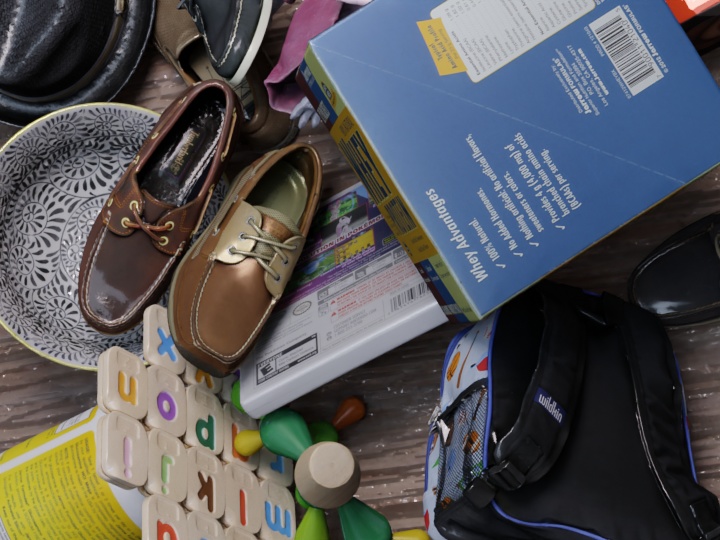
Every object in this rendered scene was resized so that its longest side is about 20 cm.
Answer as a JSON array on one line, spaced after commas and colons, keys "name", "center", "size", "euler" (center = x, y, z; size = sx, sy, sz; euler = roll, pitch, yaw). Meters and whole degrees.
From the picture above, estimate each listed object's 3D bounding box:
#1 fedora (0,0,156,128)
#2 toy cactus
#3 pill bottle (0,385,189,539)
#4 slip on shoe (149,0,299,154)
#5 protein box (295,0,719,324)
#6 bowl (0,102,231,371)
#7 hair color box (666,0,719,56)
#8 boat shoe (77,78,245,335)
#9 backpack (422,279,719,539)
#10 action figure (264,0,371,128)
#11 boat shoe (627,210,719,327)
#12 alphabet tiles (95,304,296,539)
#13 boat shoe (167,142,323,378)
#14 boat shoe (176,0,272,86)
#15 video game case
[{"name": "fedora", "center": [-0.250, -0.206, 1.432], "size": [0.200, 0.092, 0.201], "euler": [0, 95, 4]}, {"name": "toy cactus", "center": [-0.016, 0.147, 1.337], "size": [0.102, 0.165, 0.200], "euler": [-27, 80, -10]}, {"name": "pill bottle", "center": [-0.198, 0.164, 1.425], "size": [0.200, 0.112, 0.113], "euler": [-26, 75, 17]}, {"name": "slip on shoe", "center": [-0.121, -0.175, 1.463], "size": [0.076, 0.061, 0.200], "euler": [-36, 72, 14]}, {"name": "protein box", "center": [0.096, -0.102, 1.194], "size": [0.200, 0.135, 0.199], "euler": [-33, 90, -5]}, {"name": "bowl", "center": [-0.192, -0.020, 1.440], "size": [0.200, 0.094, 0.201], "euler": [1, 82, -7]}, {"name": "hair color box", "center": [0.238, -0.195, 1.304], "size": [0.200, 0.101, 0.061], "euler": [-29, 75, 17]}, {"name": "boat shoe", "center": [-0.146, -0.048, 1.366], "size": [0.070, 0.070, 0.200], "euler": [25, 83, -4]}, {"name": "backpack", "center": [0.134, 0.109, 1.270], "size": [0.154, 0.200, 0.191], "euler": [-33, 42, 51]}, {"name": "action figure", "center": [-0.018, -0.198, 1.373], "size": [0.133, 0.149, 0.200], "euler": [4, 46, -4]}, {"name": "boat shoe", "center": [0.269, -0.019, 1.286], "size": [0.200, 0.073, 0.075], "euler": [-25, 75, 17]}, {"name": "alphabet tiles", "center": [-0.114, 0.129, 1.344], "size": [0.015, 0.200, 0.196], "euler": [-23, 55, 29]}, {"name": "boat shoe", "center": [-0.077, -0.018, 1.346], "size": [0.076, 0.200, 0.074], "euler": [30, 138, -15]}, {"name": "boat shoe", "center": [-0.107, -0.211, 1.403], "size": [0.075, 0.066, 0.200], "euler": [-51, 27, 37]}, {"name": "video game case", "center": [0.000, 0.000, 1.359], "size": [0.200, 0.023, 0.182], "euler": [-28, 35, 17]}]
